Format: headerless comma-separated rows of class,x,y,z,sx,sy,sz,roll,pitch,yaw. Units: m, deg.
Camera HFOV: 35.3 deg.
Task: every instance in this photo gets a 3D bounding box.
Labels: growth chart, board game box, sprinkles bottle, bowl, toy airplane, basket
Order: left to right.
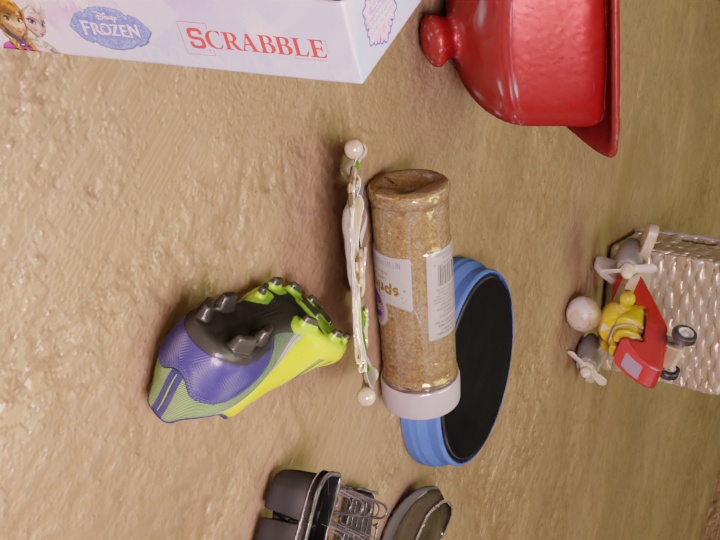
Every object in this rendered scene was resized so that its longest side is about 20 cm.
board game box,-0.048,-0.169,0.532,0.200,0.198,0.041,-58,146,-36
growth chart,0.000,0.000,0.825,0.145,0.018,0.202,-80,167,-79
sprinkles bottle,0.045,0.021,0.922,0.068,0.068,0.202,-41,134,-51
bowl,0.098,0.090,1.082,0.200,0.039,0.203,-31,126,-57
toy airplane,0.328,0.047,1.447,0.199,0.140,0.202,162,-70,-78
basket,0.455,0.057,1.613,0.160,0.197,0.202,-17,114,-56

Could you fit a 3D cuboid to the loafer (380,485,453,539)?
loafer,0.046,0.288,1.008,0.201,0.069,0.075,-64,149,-30

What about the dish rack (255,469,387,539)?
dish rack,-0.026,0.233,0.868,0.200,0.054,0.155,33,70,-62

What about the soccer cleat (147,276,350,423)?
soccer cleat,-0.071,0.055,0.733,0.084,0.065,0.200,-53,164,15

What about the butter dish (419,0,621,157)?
butter dish,0.121,-0.202,0.931,0.200,0.146,0.202,-116,-164,-61
